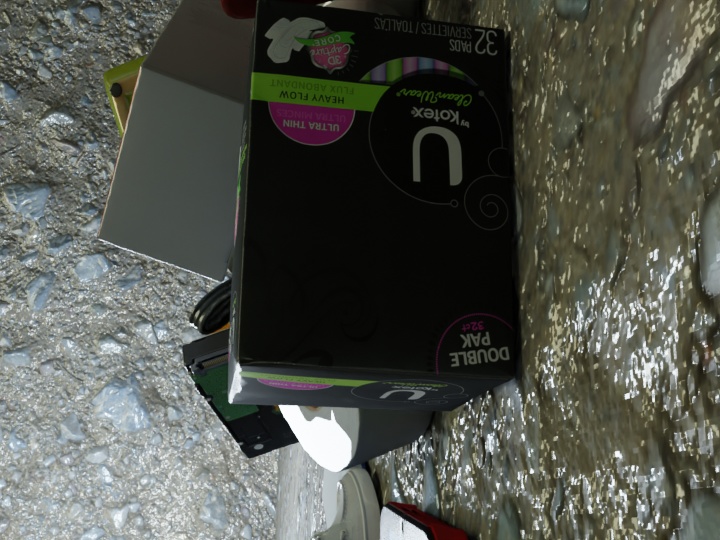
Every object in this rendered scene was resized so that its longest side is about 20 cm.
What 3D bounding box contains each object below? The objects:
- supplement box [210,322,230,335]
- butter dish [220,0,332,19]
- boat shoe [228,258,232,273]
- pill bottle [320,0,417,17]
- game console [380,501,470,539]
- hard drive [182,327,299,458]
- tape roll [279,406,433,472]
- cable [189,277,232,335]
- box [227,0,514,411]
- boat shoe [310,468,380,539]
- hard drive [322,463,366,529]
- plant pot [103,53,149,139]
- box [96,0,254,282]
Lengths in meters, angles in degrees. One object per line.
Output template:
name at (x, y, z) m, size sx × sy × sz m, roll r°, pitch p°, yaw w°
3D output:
supplement box at (-0.087, 0.088, 1.040) m, size 0.200 × 0.124 × 0.075 m, roll 53°, pitch -163°, yaw -82°
butter dish at (0.015, -0.260, 0.590) m, size 0.198 × 0.147 × 0.203 m, roll -30°, pitch -41°, yaw -44°
boat shoe at (-0.101, -0.046, 0.904) m, size 0.071 × 0.063 × 0.200 m, roll -43°, pitch -5°, yaw 18°
pill bottle at (-0.003, -0.269, 0.795) m, size 0.110 × 0.108 × 0.203 m, roll 111°, pitch 161°, yaw -66°
game console at (0.038, 0.247, 0.573) m, size 0.200 × 0.030 × 0.180 m, roll 131°, pitch 142°, yaw -79°
hard drive at (-0.084, 0.116, 0.916) m, size 0.201 × 0.138 × 0.038 m, roll 69°, pitch -178°, yaw -54°
tape roll at (-0.022, 0.046, 0.685) m, size 0.200 × 0.065 × 0.203 m, roll 42°, pitch 140°, yaw 49°
cable at (-0.079, 0.006, 0.869) m, size 0.200 × 0.050 × 0.098 m, roll -35°, pitch -18°, yaw -54°
box at (0.001, -0.028, 0.519) m, size 0.124 × 0.146 × 0.204 m, roll 122°, pitch 151°, yaw -71°
boat shoe at (-0.016, 0.269, 0.822) m, size 0.073 × 0.067 × 0.202 m, roll 101°, pitch 169°, yaw -45°
hard drive at (-0.019, 0.249, 1.017) m, size 0.200 × 0.025 × 0.134 m, roll -119°, pitch 34°, yaw -76°
plant pot at (-0.161, -0.166, 1.009) m, size 0.181 × 0.196 × 0.203 m, roll -38°, pitch -66°, yaw -70°
box at (-0.128, -0.118, 0.743) m, size 0.201 × 0.105 × 0.154 m, roll -89°, pitch 20°, yaw -59°
